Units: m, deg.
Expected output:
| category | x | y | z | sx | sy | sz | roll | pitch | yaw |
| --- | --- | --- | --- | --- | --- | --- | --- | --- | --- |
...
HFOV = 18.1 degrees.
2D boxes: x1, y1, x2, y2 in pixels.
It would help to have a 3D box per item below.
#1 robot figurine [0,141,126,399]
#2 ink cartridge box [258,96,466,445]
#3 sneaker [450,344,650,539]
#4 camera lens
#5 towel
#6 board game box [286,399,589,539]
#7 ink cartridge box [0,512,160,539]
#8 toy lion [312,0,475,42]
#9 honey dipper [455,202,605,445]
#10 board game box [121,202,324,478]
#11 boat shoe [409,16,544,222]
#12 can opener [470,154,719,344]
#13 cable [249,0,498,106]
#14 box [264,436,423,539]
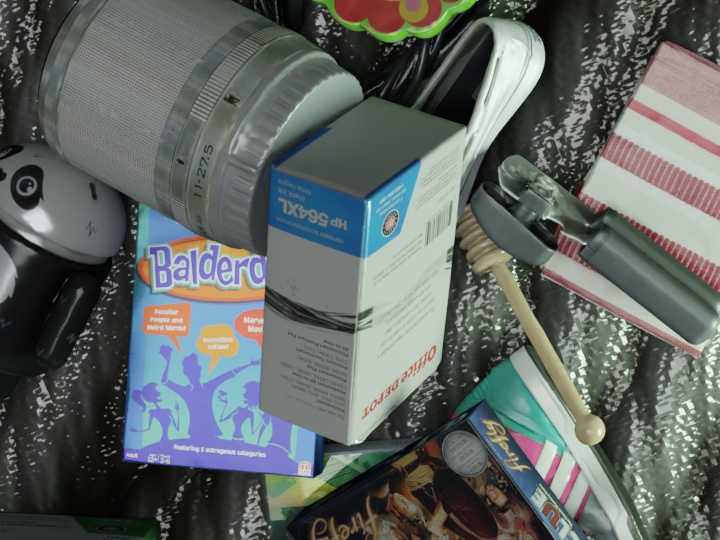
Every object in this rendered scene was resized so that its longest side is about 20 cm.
| category | x | y | z | sx | sy | sz | roll | pitch | yaw |
| --- | --- | --- | --- | --- | --- | --- | --- | --- | --- |
| robot figurine | -0.261 | -0.001 | 1.711 | 0.150 | 0.125 | 0.200 | 33 | 105 | 1 |
| ink cartridge box | 0.000 | 0.000 | 1.607 | 0.084 | 0.146 | 0.201 | 19 | 122 | 23 |
| sneaker | 0.131 | 0.170 | 1.706 | 0.121 | 0.084 | 0.200 | -32 | 87 | 8 |
| camera lens | -0.118 | -0.118 | 1.627 | 0.200 | 0.160 | 0.160 | 28 | 105 | 21 |
| towel | 0.238 | -0.053 | 1.679 | 0.144 | 0.023 | 0.200 | 28 | 106 | 0 |
| board game box | 0.056 | 0.197 | 1.677 | 0.200 | 0.035 | 0.136 | -35 | 94 | 36 |
| ink cartridge box | -0.244 | 0.253 | 1.721 | 0.146 | 0.200 | 0.083 | 2 | 102 | 8 |
| toy lion | 0.023 | -0.273 | 1.618 | 0.192 | 0.069 | 0.200 | -41 | 82 | 8 |
| honey dipper | 0.125 | 0.040 | 1.671 | 0.038 | 0.038 | 0.201 | -31 | 74 | 13 |
| board game box | -0.098 | 0.051 | 1.722 | 0.151 | 0.045 | 0.201 | 4 | 91 | 8 |
| boat shoe | 0.056 | -0.101 | 1.660 | 0.074 | 0.065 | 0.201 | 39 | 107 | 36 |
| can opener | 0.172 | -0.009 | 1.664 | 0.200 | 0.053 | 0.067 | 38 | 122 | -5 |
| cable | -0.005 | -0.200 | 1.670 | 0.200 | 0.051 | 0.163 | -43 | 92 | 15 |
| box | 0.007 | 0.232 | 1.764 | 0.144 | 0.036 | 0.201 | -5 | 99 | 10 |
